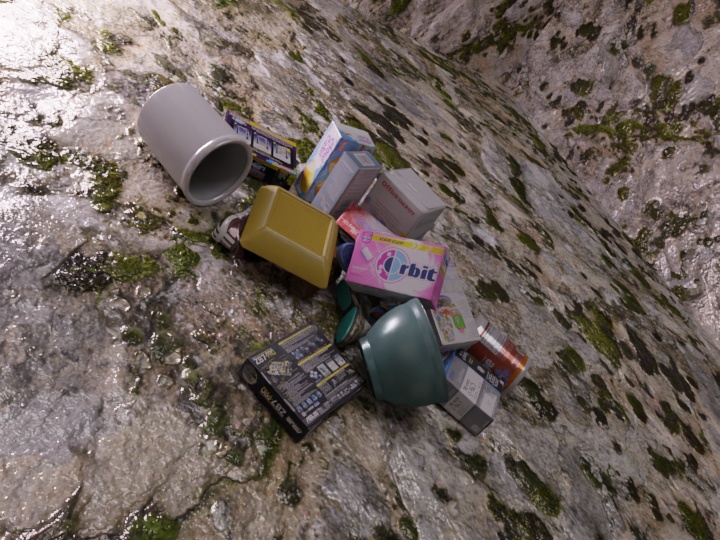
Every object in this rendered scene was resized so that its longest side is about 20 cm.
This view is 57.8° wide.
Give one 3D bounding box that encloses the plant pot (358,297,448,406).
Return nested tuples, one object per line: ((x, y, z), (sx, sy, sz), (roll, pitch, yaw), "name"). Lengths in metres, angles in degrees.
((0.072, 0.170, 1.236), (0.131, 0.202, 0.203), (-17, 49, -4), "plant pot")

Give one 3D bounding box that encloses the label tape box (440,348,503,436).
((0.204, 0.232, 1.398), (0.199, 0.064, 0.144), (40, 30, 1), "label tape box")

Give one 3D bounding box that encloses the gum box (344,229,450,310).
((0.070, -0.004, 1.320), (0.196, 0.116, 0.066), (12, -17, 20), "gum box")

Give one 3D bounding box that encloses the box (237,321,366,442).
((-0.097, 0.189, 1.154), (0.161, 0.049, 0.199), (47, 32, 10), "box")

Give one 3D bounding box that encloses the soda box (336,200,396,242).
((0.036, -0.069, 1.486), (0.199, 0.070, 0.063), (41, -2, 30), "soda box")

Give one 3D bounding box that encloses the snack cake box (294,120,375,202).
((-0.064, -0.260, 1.622), (0.113, 0.201, 0.068), (9, 41, -38), "snack cake box")

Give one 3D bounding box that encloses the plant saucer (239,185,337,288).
((-0.130, -0.084, 1.334), (0.197, 0.049, 0.202), (29, 38, -17), "plant saucer")

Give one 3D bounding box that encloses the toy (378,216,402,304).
((0.072, -0.012, 1.524), (0.200, 0.116, 0.047), (48, 30, 15), "toy")

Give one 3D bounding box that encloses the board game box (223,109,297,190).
((-0.255, -0.296, 1.612), (0.197, 0.057, 0.167), (24, 32, -22), "board game box")

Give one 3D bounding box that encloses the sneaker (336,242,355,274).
((0.000, 0.000, 1.440), (0.077, 0.071, 0.199), (13, -20, 46), "sneaker")

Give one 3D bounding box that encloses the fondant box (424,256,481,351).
((0.167, 0.069, 1.399), (0.142, 0.058, 0.204), (0, 65, -46), "fondant box")

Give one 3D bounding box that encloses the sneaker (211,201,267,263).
((-0.213, -0.075, 1.366), (0.116, 0.076, 0.200), (47, 40, 2), "sneaker")

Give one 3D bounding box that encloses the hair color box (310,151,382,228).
((-0.043, -0.186, 1.548), (0.061, 0.201, 0.098), (49, 33, 19), "hair color box")

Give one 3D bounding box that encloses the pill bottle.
((0.283, 0.183, 1.500), (0.199, 0.113, 0.112), (41, 31, 6), "pill bottle")

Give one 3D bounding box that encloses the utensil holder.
((-0.348, -0.267, 1.370), (0.200, 0.171, 0.169), (48, 32, 19), "utensil holder")

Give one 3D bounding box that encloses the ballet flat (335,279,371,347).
((-0.011, 0.095, 1.356), (0.075, 0.068, 0.202), (34, 27, -24), "ballet flat")

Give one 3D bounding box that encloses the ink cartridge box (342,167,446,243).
((0.084, -0.127, 1.606), (0.146, 0.201, 0.144), (47, 32, 15), "ink cartridge box")

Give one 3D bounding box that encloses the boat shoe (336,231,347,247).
((-0.082, -0.083, 1.505), (0.199, 0.066, 0.072), (35, 31, -5), "boat shoe")

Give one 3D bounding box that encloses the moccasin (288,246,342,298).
((-0.085, -0.012, 1.395), (0.073, 0.079, 0.200), (34, 30, 17), "moccasin")

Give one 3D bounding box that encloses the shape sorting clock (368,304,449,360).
((0.104, 0.136, 1.417), (0.196, 0.040, 0.202), (19, 31, -11), "shape sorting clock")
